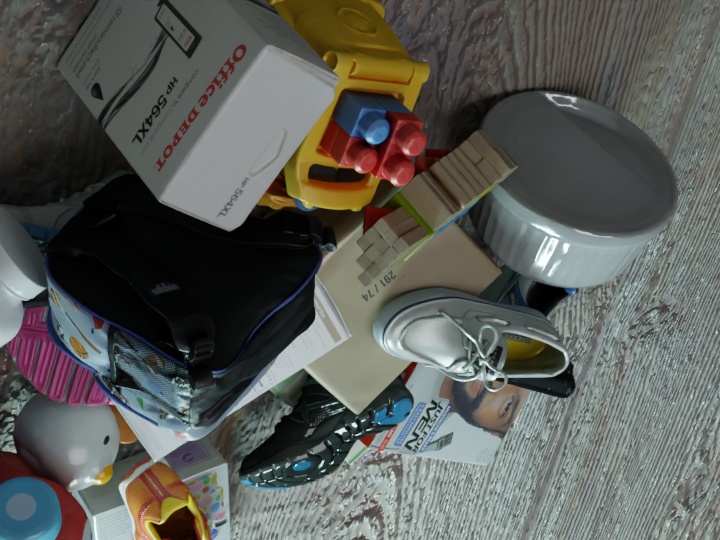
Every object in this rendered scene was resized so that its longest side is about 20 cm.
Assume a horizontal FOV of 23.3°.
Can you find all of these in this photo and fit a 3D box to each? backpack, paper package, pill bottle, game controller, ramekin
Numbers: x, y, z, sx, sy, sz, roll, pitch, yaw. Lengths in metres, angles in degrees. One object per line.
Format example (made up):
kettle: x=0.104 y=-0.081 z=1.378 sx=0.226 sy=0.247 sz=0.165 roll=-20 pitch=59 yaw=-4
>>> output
backpack: x=-0.146 y=0.021 z=1.350 sx=0.200 sy=0.190 sz=0.155 roll=-44 pitch=160 yaw=-44
paper package: x=0.000 y=0.000 z=1.616 sx=0.200 sy=0.103 sz=0.191 roll=-44 pitch=133 yaw=1
pill bottle: x=-0.345 y=0.036 z=1.363 sx=0.199 sy=0.113 sz=0.112 roll=-34 pitch=140 yaw=8
game controller: x=0.145 y=0.079 z=1.809 sx=0.199 sy=0.104 sz=0.042 roll=18 pitch=113 yaw=-45
ramekin: x=0.193 y=-0.072 z=1.657 sx=0.201 sy=0.203 sz=0.095 roll=-11 pitch=142 yaw=-30

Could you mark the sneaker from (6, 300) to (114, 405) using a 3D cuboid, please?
sneaker: x=-0.224 y=0.078 z=1.544 sx=0.199 sy=0.088 sz=0.082 roll=25 pitch=100 yaw=-23

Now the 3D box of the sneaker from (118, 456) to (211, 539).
sneaker: x=-0.176 y=0.246 z=1.632 sx=0.073 sy=0.077 sz=0.200 roll=-36 pitch=153 yaw=-9

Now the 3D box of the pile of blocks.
pile of blocks: x=0.053 y=-0.062 z=1.508 sx=0.200 sy=0.062 sz=0.082 roll=-37 pitch=174 yaw=-37

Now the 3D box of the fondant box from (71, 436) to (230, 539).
fondant box: x=-0.205 y=0.268 z=1.739 sx=0.144 sy=0.058 sz=0.201 roll=-20 pitch=135 yaw=-23

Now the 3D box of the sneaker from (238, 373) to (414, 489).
sneaker: x=-0.039 y=0.148 z=1.726 sx=0.199 sy=0.082 sz=0.073 roll=-32 pitch=150 yaw=15

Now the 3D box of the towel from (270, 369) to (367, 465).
towel: x=-0.004 y=0.104 z=1.781 sx=0.152 sy=0.023 sz=0.200 roll=-42 pitch=138 yaw=-2

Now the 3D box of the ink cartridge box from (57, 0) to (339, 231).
ink cartridge box: x=-0.127 y=-0.150 z=1.328 sx=0.084 sy=0.200 sz=0.146 roll=23 pitch=109 yaw=-46

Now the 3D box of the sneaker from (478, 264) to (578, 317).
sneaker: x=0.193 y=-0.009 z=1.742 sx=0.077 sy=0.085 sz=0.201 roll=44 pitch=65 yaw=-36

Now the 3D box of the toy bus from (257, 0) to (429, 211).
toy bus: x=-0.027 y=-0.115 z=1.444 sx=0.135 sy=0.192 sz=0.201 roll=1 pitch=126 yaw=-40

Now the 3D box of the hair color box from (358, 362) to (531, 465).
hair color box: x=0.081 y=0.134 z=1.806 sx=0.199 sy=0.064 sz=0.111 roll=13 pitch=111 yaw=-49

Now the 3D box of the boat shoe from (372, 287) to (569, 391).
boat shoe: x=0.111 y=0.073 z=1.608 sx=0.201 sy=0.086 sz=0.075 roll=10 pitch=114 yaw=-33

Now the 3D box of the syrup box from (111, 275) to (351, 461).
syrup box: x=-0.116 y=0.067 z=1.479 sx=0.199 sy=0.079 sz=0.082 roll=-33 pitch=111 yaw=-4

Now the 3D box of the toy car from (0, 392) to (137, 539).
toy car: x=-0.266 y=0.176 z=1.539 sx=0.200 sy=0.177 sz=0.185 roll=-39 pitch=157 yaw=-26

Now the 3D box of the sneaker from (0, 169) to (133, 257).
sneaker: x=-0.225 y=-0.044 z=1.456 sx=0.199 sy=0.087 sz=0.075 roll=10 pitch=164 yaw=-25
